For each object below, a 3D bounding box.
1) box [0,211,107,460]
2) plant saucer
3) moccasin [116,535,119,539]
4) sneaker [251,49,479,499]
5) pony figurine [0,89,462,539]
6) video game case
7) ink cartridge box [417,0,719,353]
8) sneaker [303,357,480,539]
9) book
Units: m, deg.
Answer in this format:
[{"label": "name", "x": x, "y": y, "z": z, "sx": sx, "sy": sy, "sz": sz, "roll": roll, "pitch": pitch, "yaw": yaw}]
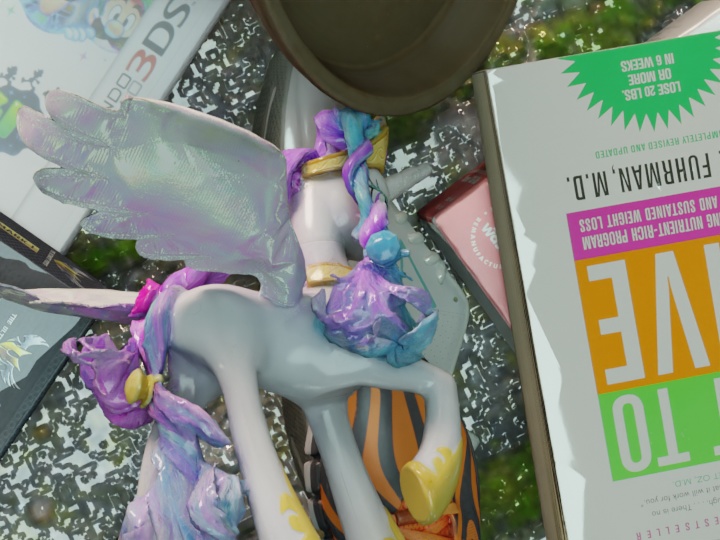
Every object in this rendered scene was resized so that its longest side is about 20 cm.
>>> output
[{"label": "box", "x": -0.222, "y": 0.048, "z": 1.090, "sx": 0.157, "sy": 0.051, "sz": 0.200, "roll": 34, "pitch": 97, "yaw": -6}, {"label": "plant saucer", "x": 0.007, "y": -0.161, "z": 1.029, "sx": 0.029, "sy": 0.200, "sz": 0.201, "roll": 6, "pitch": 93, "yaw": 37}, {"label": "moccasin", "x": -0.044, "y": 0.144, "z": 1.052, "sx": 0.080, "sy": 0.200, "sz": 0.068, "roll": 16, "pitch": 107, "yaw": -31}, {"label": "sneaker", "x": 0.000, "y": 0.000, "z": 1.115, "sx": 0.080, "sy": 0.070, "sz": 0.201, "roll": -11, "pitch": 101, "yaw": -10}, {"label": "pony figurine", "x": -0.049, "y": 0.024, "z": 0.995, "sx": 0.192, "sy": 0.167, "sz": 0.201, "roll": 5, "pitch": 65, "yaw": -25}, {"label": "video game case", "x": -0.166, "y": -0.125, "z": 1.111, "sx": 0.200, "sy": 0.024, "sz": 0.182, "roll": 34, "pitch": 89, "yaw": -5}, {"label": "ink cartridge box", "x": 0.139, "y": -0.036, "z": 1.120, "sx": 0.200, "sy": 0.067, "sz": 0.117, "roll": -37, "pitch": 95, "yaw": -2}, {"label": "sneaker", "x": 0.034, "y": 0.131, "z": 1.052, "sx": 0.077, "sy": 0.112, "sz": 0.201, "roll": -12, "pitch": 99, "yaw": -18}, {"label": "book", "x": 0.127, "y": 0.008, "z": 1.070, "sx": 0.133, "sy": 0.048, "sz": 0.201, "roll": -10, "pitch": 92, "yaw": -7}]
